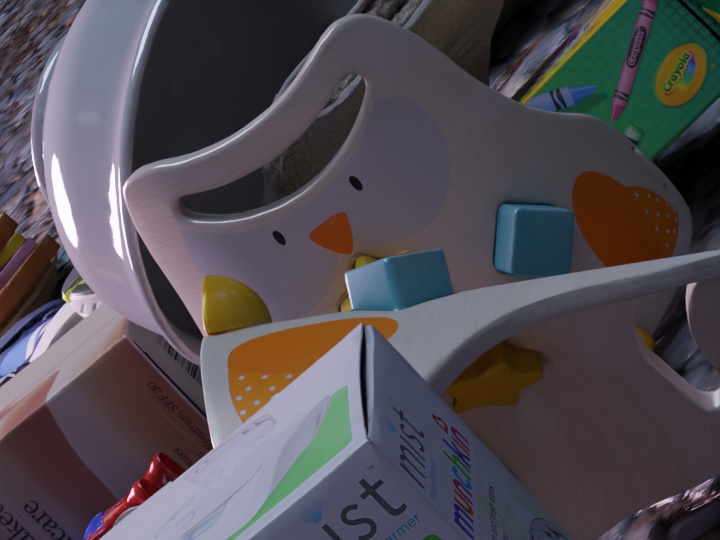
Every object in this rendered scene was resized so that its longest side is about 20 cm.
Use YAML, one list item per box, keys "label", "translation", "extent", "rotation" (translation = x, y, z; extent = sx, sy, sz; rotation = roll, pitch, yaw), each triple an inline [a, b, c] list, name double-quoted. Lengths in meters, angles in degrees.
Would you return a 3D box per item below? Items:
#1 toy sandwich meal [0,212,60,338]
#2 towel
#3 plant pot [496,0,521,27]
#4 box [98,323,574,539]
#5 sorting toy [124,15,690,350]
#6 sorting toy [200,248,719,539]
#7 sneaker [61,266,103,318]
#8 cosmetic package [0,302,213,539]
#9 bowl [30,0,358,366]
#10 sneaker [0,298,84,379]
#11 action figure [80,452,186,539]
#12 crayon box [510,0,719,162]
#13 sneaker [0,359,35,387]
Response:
- label: "toy sandwich meal"
  translation: [-0.296, 0.034, 2.019]
  extent: [0.205, 0.070, 0.205]
  rotation: [-40, 16, 14]
- label: "towel"
  translation: [0.012, -0.070, 1.229]
  extent: [0.200, 0.034, 0.133]
  rotation: [-50, -23, -42]
- label: "plant pot"
  translation: [0.020, -0.184, 1.651]
  extent: [0.190, 0.200, 0.200]
  rotation: [-57, 15, 2]
- label: "box"
  translation: [-0.015, 0.149, 0.829]
  extent: [0.200, 0.176, 0.097]
  rotation: [-39, 16, 13]
- label: "sorting toy"
  translation: [0.006, -0.006, 1.123]
  extent: [0.200, 0.180, 0.107]
  rotation: [-36, 25, 16]
- label: "sorting toy"
  translation: [0.052, 0.048, 0.954]
  extent: [0.180, 0.200, 0.107]
  rotation: [-17, 56, 3]
- label: "sneaker"
  translation: [-0.057, 0.008, 1.501]
  extent: [0.200, 0.085, 0.074]
  rotation: [-10, 37, 26]
- label: "cosmetic package"
  translation: [-0.152, 0.108, 1.414]
  extent: [0.200, 0.103, 0.087]
  rotation: [-40, 15, 17]
- label: "bowl"
  translation: [-0.080, -0.061, 1.230]
  extent: [0.090, 0.201, 0.201]
  rotation: [9, 46, 30]
- label: "sneaker"
  translation: [-0.151, 0.032, 1.644]
  extent: [0.200, 0.081, 0.146]
  rotation: [-44, 19, 18]
- label: "action figure"
  translation: [-0.150, 0.173, 1.339]
  extent: [0.200, 0.052, 0.065]
  rotation: [-44, 9, 18]
- label: "crayon box"
  translation: [0.102, -0.069, 1.240]
  extent: [0.200, 0.058, 0.119]
  rotation: [-45, 3, 35]
- label: "sneaker"
  translation: [-0.208, 0.134, 1.544]
  extent: [0.200, 0.075, 0.115]
  rotation: [-41, 15, 28]
